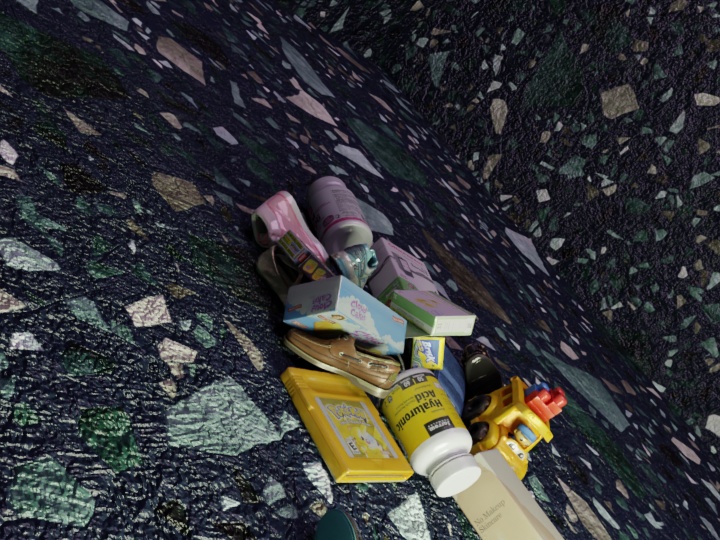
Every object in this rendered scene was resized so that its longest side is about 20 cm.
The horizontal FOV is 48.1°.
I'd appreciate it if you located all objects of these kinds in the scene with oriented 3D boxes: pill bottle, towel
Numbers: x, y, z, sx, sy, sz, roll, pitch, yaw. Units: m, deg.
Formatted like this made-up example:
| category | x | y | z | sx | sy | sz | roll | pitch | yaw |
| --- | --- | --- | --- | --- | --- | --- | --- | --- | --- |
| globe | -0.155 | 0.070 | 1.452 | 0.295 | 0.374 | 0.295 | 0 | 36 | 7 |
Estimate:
| category | x | y | z | sx | sy | sz | roll | pitch | yaw |
| --- | --- | --- | --- | --- | --- | --- | --- | --- | --- |
| pill bottle | -0.052 | -0.117 | 1.796 | 0.113 | 0.113 | 0.200 | 29 | 24 | -35 |
| pill bottle | 0.117 | 0.270 | 1.346 | 0.111 | 0.111 | 0.200 | 21 | 30 | -47 |
| towel | 0.168 | 0.226 | 1.604 | 0.112 | 0.049 | 0.200 | 53 | 18 | -7 |

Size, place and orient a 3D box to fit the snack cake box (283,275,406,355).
| category | x | y | z | sx | sy | sz | roll | pitch | yaw |
| --- | --- | --- | --- | --- | --- | --- | --- | --- | --- |
| snack cake box | -0.022 | 0.086 | 1.383 | 0.200 | 0.115 | 0.067 | 35 | 53 | -44 |

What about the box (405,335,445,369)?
| category | x | y | z | sx | sy | sz | roll | pitch | yaw |
| --- | --- | --- | --- | --- | --- | --- | --- | --- | --- |
| box | 0.126 | 0.130 | 1.620 | 0.064 | 0.070 | 0.200 | 2 | 16 | -1 |

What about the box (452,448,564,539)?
| category | x | y | z | sx | sy | sz | roll | pitch | yaw |
| --- | --- | --- | --- | --- | --- | --- | --- | --- | --- |
| box | 0.240 | 0.405 | 1.339 | 0.078 | 0.095 | 0.200 | 10 | 37 | -56 |

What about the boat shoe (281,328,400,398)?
| category | x | y | z | sx | sy | sz | roll | pitch | yaw |
| --- | --- | --- | --- | --- | --- | --- | --- | --- | --- |
| boat shoe | -0.030 | 0.136 | 1.342 | 0.200 | 0.068 | 0.072 | 27 | 9 | -6 |

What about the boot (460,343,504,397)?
| category | x | y | z | sx | sy | sz | roll | pitch | yaw |
| --- | --- | --- | --- | --- | --- | --- | --- | --- | --- |
| boot | 0.259 | 0.214 | 1.741 | 0.200 | 0.073 | 0.151 | 53 | 9 | -36 |

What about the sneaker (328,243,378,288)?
| category | x | y | z | sx | sy | sz | roll | pitch | yaw |
| --- | --- | --- | --- | --- | --- | --- | --- | --- | --- |
| sneaker | 0.000 | 0.000 | 1.628 | 0.078 | 0.086 | 0.200 | 60 | -2 | 14 |

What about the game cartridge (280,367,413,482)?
| category | x | y | z | sx | sy | sz | roll | pitch | yaw |
| --- | --- | --- | --- | --- | --- | --- | --- | --- | --- |
| game cartridge | -0.020 | 0.240 | 1.261 | 0.176 | 0.032 | 0.200 | 18 | 33 | -51 |

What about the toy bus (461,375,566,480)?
| category | x | y | z | sx | sy | sz | roll | pitch | yaw |
| --- | --- | --- | --- | --- | --- | --- | --- | --- | --- |
| toy bus | 0.302 | 0.293 | 1.524 | 0.136 | 0.192 | 0.200 | 49 | 20 | -11 |

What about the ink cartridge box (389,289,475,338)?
| category | x | y | z | sx | sy | sz | roll | pitch | yaw |
| --- | --- | --- | --- | --- | --- | --- | --- | --- | --- |
| ink cartridge box | 0.099 | 0.083 | 1.551 | 0.200 | 0.048 | 0.146 | 2 | 18 | -34 |

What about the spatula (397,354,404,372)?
| category | x | y | z | sx | sy | sz | roll | pitch | yaw |
| --- | --- | --- | --- | --- | --- | --- | --- | --- | --- |
| spatula | 0.075 | 0.176 | 1.555 | 0.200 | 0.021 | 0.057 | 62 | 22 | 5 |

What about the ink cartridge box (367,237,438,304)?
| category | x | y | z | sx | sy | sz | roll | pitch | yaw |
| --- | --- | --- | --- | --- | --- | --- | --- | --- | --- |
| ink cartridge box | 0.094 | 0.036 | 1.810 | 0.145 | 0.084 | 0.200 | 30 | 24 | -33 |

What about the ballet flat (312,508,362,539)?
| category | x | y | z | sx | sy | sz | roll | pitch | yaw |
| --- | --- | --- | --- | --- | --- | --- | --- | --- | --- |
| ballet flat | -0.015 | 0.381 | 0.963 | 0.074 | 0.074 | 0.200 | 33 | 24 | -27 |

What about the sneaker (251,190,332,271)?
| category | x | y | z | sx | sy | sz | roll | pitch | yaw |
| --- | --- | --- | --- | --- | --- | --- | --- | --- | --- |
| sneaker | -0.141 | -0.047 | 1.564 | 0.105 | 0.075 | 0.200 | -35 | 98 | -39 |

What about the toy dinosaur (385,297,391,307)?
| category | x | y | z | sx | sy | sz | roll | pitch | yaw |
| --- | --- | --- | --- | --- | --- | --- | --- | --- | --- |
| toy dinosaur | 0.029 | 0.109 | 1.612 | 0.106 | 0.060 | 0.200 | 35 | 27 | 22 |

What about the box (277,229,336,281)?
| category | x | y | z | sx | sy | sz | roll | pitch | yaw |
| --- | --- | --- | --- | --- | --- | --- | --- | --- | --- |
| box | -0.063 | 0.017 | 1.480 | 0.200 | 0.035 | 0.110 | 47 | 0 | -38 |

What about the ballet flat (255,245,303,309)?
| category | x | y | z | sx | sy | sz | roll | pitch | yaw |
| --- | --- | --- | --- | --- | --- | --- | --- | --- | --- |
| ballet flat | -0.116 | 0.037 | 1.439 | 0.200 | 0.062 | 0.067 | 50 | 21 | 16 |
